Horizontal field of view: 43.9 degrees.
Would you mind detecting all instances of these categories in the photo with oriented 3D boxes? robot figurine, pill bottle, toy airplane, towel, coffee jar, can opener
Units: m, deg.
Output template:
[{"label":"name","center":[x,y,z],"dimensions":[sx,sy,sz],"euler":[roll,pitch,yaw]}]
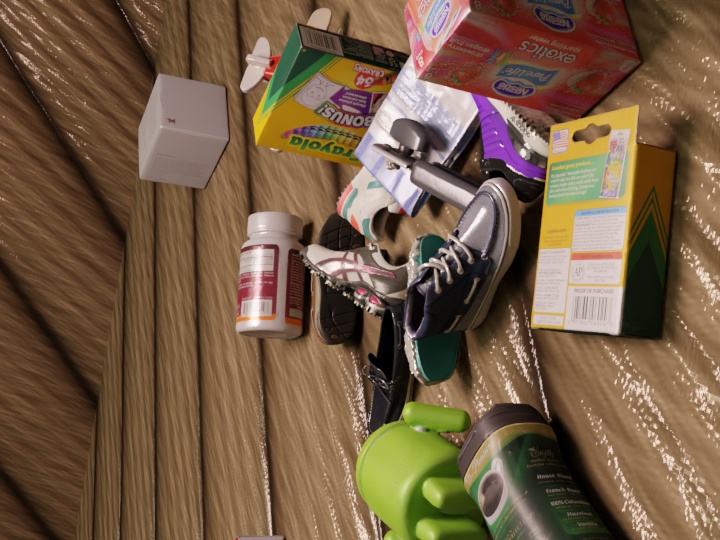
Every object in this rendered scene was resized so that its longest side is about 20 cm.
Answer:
[{"label":"robot figurine","center":[0.067,0.239,0.999],"dimensions":[0.200,0.115,0.177],"euler":[-161,75,-64]},{"label":"pill bottle","center":[-0.150,0.009,1.517],"dimensions":[0.114,0.113,0.202],"euler":[-20,64,61]},{"label":"toy airplane","center":[-0.094,-0.311,1.469],"dimensions":[0.199,0.141,0.200],"euler":[-35,58,14]},{"label":"towel","center":[0.076,-0.185,1.136],"dimensions":[0.147,0.024,0.201],"euler":[51,123,29]},{"label":"coffee jar","center":[0.164,0.224,0.839],"dimensions":[0.201,0.085,0.105],"euler":[-114,37,-47]},{"label":"can opener","center":[0.088,-0.124,1.071],"dimensions":[0.200,0.052,0.067],"euler":[39,119,39]}]

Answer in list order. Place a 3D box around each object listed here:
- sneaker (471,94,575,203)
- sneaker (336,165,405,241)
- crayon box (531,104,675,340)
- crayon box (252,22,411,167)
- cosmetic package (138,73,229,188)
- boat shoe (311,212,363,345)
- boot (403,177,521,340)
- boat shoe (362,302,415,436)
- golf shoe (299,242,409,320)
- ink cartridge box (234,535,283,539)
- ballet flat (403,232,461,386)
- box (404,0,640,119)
[{"label":"sneaker","center":[0.155,-0.148,0.986],"dimensions":[0.201,0.069,0.100],"euler":[-112,37,-48]},{"label":"sneaker","center":[0.048,-0.129,1.228],"dimensions":[0.093,0.070,0.200],"euler":[46,119,27]},{"label":"crayon box","center":[0.225,-0.041,0.832],"dimensions":[0.126,0.051,0.202],"euler":[-1,83,64]},{"label":"crayon box","center":[-0.027,-0.233,1.237],"dimensions":[0.173,0.198,0.059],"euler":[-58,34,40]},{"label":"cosmetic package","center":[-0.423,-0.326,2.122],"dimensions":[0.200,0.165,0.169],"euler":[-50,40,48]},{"label":"boat shoe","center":[-0.044,0.015,1.345],"dimensions":[0.074,0.075,0.202],"euler":[142,137,-67]},{"label":"boot","center":[0.107,-0.005,0.973],"dimensions":[0.073,0.090,0.201],"euler":[48,140,40]},{"label":"boat shoe","center":[0.036,0.131,1.158],"dimensions":[0.075,0.062,0.202],"euler":[44,123,57]},{"label":"golf shoe","center":[0.000,0.000,1.235],"dimensions":[0.199,0.077,0.088],"euler":[31,90,38]},{"label":"ink cartridge box","center":[-0.183,0.559,1.455],"dimensions":[0.176,0.083,0.201],"euler":[-52,39,46]},{"label":"ballet flat","center":[0.084,0.052,1.086],"dimensions":[0.072,0.071,0.202],"euler":[-40,40,54]},{"label":"box","center":[0.154,-0.228,0.862],"dimensions":[0.103,0.199,0.095],"euler":[-44,44,51]}]
